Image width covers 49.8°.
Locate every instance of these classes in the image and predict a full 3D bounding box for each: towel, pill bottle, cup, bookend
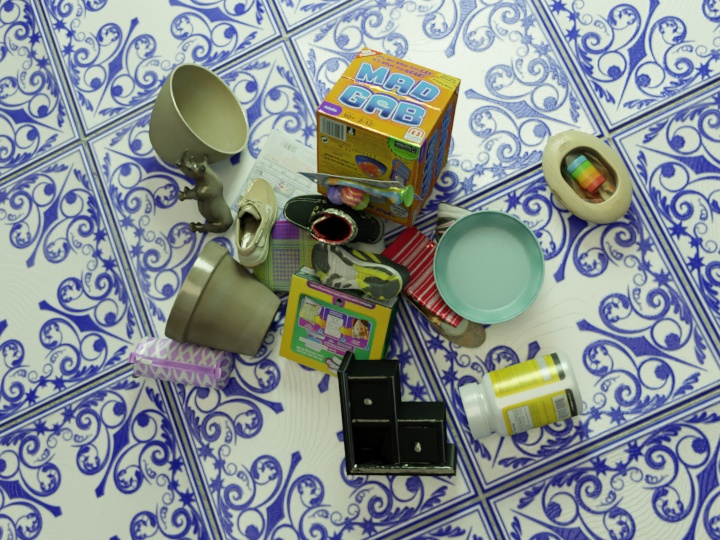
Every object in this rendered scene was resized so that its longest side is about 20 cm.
[{"bbox_3d":[-0.118,-0.026,1.500,0.196,0.023,0.147,0,96,20],"label":"towel"},{"bbox_3d":[0.133,0.006,1.442,0.199,0.023,0.144,37,50,15],"label":"towel"},{"bbox_3d":[0.280,0.224,1.368,0.197,0.114,0.116,-17,76,6],"label":"pill bottle"},{"bbox_3d":[-0.344,-0.290,1.560,0.142,0.199,0.203,-28,74,31],"label":"cup"},{"bbox_3d":[0.069,0.252,1.372,0.196,0.092,0.203,-1,106,10],"label":"bookend"}]

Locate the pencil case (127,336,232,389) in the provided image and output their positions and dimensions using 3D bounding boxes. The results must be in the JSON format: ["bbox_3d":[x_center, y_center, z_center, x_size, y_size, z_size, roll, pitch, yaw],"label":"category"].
[{"bbox_3d":[-0.348,0.178,1.508,0.196,0.085,0.086,6,82,11],"label":"pencil case"}]

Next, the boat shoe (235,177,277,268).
[{"bbox_3d":[-0.202,-0.103,1.473,0.071,0.065,0.203,-2,56,10],"label":"boat shoe"}]

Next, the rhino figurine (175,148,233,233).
[{"bbox_3d":[-0.308,-0.153,1.519,0.086,0.202,0.060,-5,39,10],"label":"rhino figurine"}]

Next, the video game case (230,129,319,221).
[{"bbox_3d":[-0.133,-0.156,1.552,0.198,0.045,0.183,28,86,14],"label":"video game case"}]

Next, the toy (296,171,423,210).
[{"bbox_3d":[-0.003,-0.130,1.337,0.197,0.115,0.048,6,83,27],"label":"toy"}]

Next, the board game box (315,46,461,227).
[{"bbox_3d":[0.048,-0.244,1.422,0.197,0.201,0.201,21,53,13],"label":"board game box"}]

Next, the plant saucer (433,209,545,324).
[{"bbox_3d":[0.229,-0.005,1.391,0.196,0.036,0.204,-1,83,6],"label":"plant saucer"}]

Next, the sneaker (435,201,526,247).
[{"bbox_3d":[0.231,-0.061,1.462,0.197,0.080,0.088,18,94,21],"label":"sneaker"}]

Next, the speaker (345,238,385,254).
[{"bbox_3d":[0.009,-0.039,1.487,0.080,0.081,0.204,-11,77,8],"label":"speaker"}]

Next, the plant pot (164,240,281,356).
[{"bbox_3d":[-0.249,0.071,1.470,0.171,0.200,0.203,25,84,-2],"label":"plant pot"}]

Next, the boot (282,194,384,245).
[{"bbox_3d":[-0.070,-0.092,1.382,0.200,0.153,0.075,16,99,18],"label":"boot"}]

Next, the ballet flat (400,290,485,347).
[{"bbox_3d":[0.146,0.076,1.445,0.199,0.067,0.069,35,91,15],"label":"ballet flat"}]

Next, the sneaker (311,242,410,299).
[{"bbox_3d":[0.000,0.000,1.391,0.198,0.084,0.076,23,110,27],"label":"sneaker"}]

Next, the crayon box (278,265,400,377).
[{"bbox_3d":[-0.041,0.107,1.439,0.197,0.058,0.175,19,116,14],"label":"crayon box"}]

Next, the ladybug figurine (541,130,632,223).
[{"bbox_3d":[0.416,-0.171,1.441,0.135,0.072,0.201,-36,76,2],"label":"ladybug figurine"}]
